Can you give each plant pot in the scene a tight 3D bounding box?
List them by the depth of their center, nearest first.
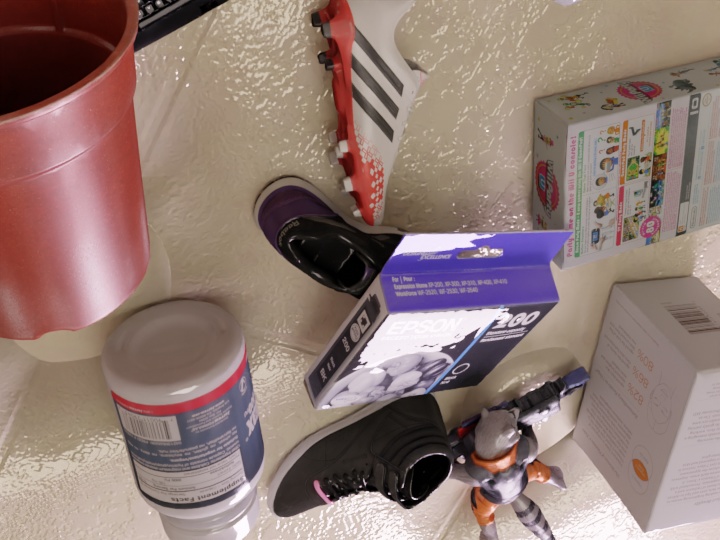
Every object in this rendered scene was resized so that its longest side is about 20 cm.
[{"bbox_3d":[-0.230,-0.074,0.751,0.198,0.202,0.197,-16,135,-13],"label":"plant pot"}]

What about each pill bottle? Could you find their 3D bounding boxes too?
[{"bbox_3d":[-0.144,0.139,0.958,0.118,0.120,0.202,-15,126,-13],"label":"pill bottle"}]

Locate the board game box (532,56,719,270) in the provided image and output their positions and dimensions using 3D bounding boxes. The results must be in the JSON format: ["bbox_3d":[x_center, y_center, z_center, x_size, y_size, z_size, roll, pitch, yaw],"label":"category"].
[{"bbox_3d":[0.257,-0.099,1.012,0.197,0.064,0.149,-15,125,-15],"label":"board game box"}]

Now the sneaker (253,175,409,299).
[{"bbox_3d":[0.000,0.000,0.949,0.199,0.088,0.076,24,110,-33],"label":"sneaker"}]

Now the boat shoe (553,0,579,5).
[{"bbox_3d":[0.168,-0.308,0.839,0.090,0.071,0.202,17,106,-30],"label":"boat shoe"}]

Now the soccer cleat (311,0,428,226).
[{"bbox_3d":[0.015,-0.127,0.888,0.084,0.069,0.202,-14,121,-9],"label":"soccer cleat"}]

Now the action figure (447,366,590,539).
[{"bbox_3d":[0.169,0.193,1.141,0.199,0.105,0.194,-31,137,1],"label":"action figure"}]

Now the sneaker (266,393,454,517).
[{"bbox_3d":[0.002,0.196,1.070,0.199,0.099,0.071,-33,130,1],"label":"sneaker"}]

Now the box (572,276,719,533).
[{"bbox_3d":[0.313,0.133,1.129,0.105,0.153,0.202,-5,124,-20],"label":"box"}]

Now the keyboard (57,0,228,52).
[{"bbox_3d":[-0.125,-0.221,0.784,0.199,0.040,0.105,-31,129,-3],"label":"keyboard"}]

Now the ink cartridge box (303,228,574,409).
[{"bbox_3d":[0.074,0.043,0.973,0.196,0.044,0.201,-4,143,-36],"label":"ink cartridge box"}]
